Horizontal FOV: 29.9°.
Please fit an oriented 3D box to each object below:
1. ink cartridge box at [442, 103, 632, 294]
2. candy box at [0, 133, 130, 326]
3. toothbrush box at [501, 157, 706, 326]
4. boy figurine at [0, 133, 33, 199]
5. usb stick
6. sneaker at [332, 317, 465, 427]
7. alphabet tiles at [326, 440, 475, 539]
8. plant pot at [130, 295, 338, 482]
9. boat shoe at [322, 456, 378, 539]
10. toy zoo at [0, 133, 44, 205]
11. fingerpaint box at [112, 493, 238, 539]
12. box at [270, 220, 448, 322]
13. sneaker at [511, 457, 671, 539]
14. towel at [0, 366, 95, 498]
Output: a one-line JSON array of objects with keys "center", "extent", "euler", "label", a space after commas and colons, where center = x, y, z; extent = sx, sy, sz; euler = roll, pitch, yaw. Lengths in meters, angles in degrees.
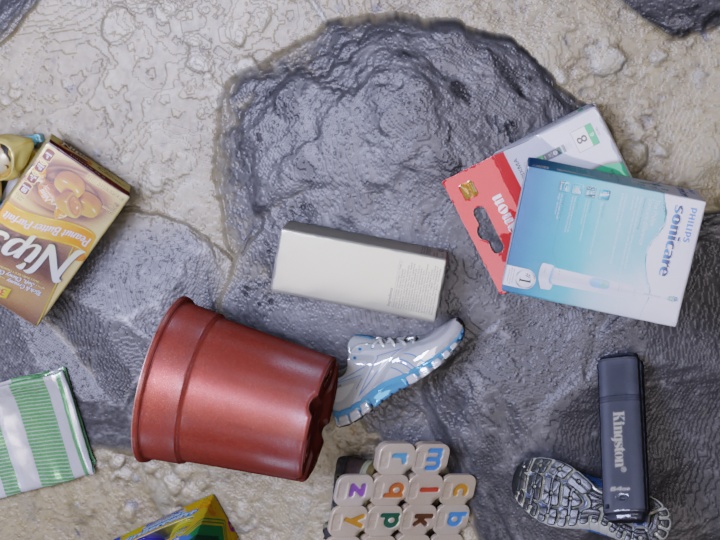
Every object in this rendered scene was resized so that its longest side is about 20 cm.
[{"center": [0.218, -0.078, 1.572], "extent": [0.200, 0.050, 0.161], "euler": [-27, 98, 8], "label": "ink cartridge box"}, {"center": [-0.377, -0.047, 1.605], "extent": [0.115, 0.055, 0.200], "euler": [34, 100, -17], "label": "candy box"}, {"center": [0.269, -0.034, 1.511], "extent": [0.200, 0.085, 0.147], "euler": [11, 104, 6], "label": "toothbrush box"}, {"center": [-0.475, -0.103, 1.600], "extent": [0.200, 0.064, 0.125], "euler": [-19, 97, 12], "label": "boy figurine"}, {"center": [0.308, 0.194, 1.580], "extent": [0.055, 0.033, 0.200], "euler": [-4, 69, 15], "label": "usb stick"}, {"center": [0.032, 0.104, 1.617], "extent": [0.200, 0.075, 0.087], "euler": [-34, 91, 11], "label": "sneaker"}, {"center": [0.046, 0.301, 1.639], "extent": [0.195, 0.015, 0.200], "euler": [4, 104, -28], "label": "alphabet tiles"}, {"center": [-0.137, 0.149, 1.563], "extent": [0.195, 0.201, 0.201], "euler": [13, 103, 9], "label": "plant pot"}, {"center": [-0.013, 0.322, 1.671], "extent": [0.066, 0.072, 0.201], "euler": [17, 108, 26], "label": "boat shoe"}, {"center": [-0.431, -0.077, 1.644], "extent": [0.131, 0.020, 0.200], "euler": [28, 103, -1], "label": "toy zoo"}, {"center": [-0.264, 0.372, 1.650], "extent": [0.200, 0.167, 0.073], "euler": [-26, 101, 11], "label": "fingerpaint box"}, {"center": [0.000, 0.000, 1.597], "extent": [0.200, 0.068, 0.082], "euler": [12, 103, 3], "label": "box"}, {"center": [0.277, 0.285, 1.626], "extent": [0.200, 0.089, 0.079], "euler": [19, 83, 22], "label": "sneaker"}, {"center": [-0.446, 0.212, 1.707], "extent": [0.200, 0.023, 0.153], "euler": [-14, 101, 8], "label": "towel"}]
